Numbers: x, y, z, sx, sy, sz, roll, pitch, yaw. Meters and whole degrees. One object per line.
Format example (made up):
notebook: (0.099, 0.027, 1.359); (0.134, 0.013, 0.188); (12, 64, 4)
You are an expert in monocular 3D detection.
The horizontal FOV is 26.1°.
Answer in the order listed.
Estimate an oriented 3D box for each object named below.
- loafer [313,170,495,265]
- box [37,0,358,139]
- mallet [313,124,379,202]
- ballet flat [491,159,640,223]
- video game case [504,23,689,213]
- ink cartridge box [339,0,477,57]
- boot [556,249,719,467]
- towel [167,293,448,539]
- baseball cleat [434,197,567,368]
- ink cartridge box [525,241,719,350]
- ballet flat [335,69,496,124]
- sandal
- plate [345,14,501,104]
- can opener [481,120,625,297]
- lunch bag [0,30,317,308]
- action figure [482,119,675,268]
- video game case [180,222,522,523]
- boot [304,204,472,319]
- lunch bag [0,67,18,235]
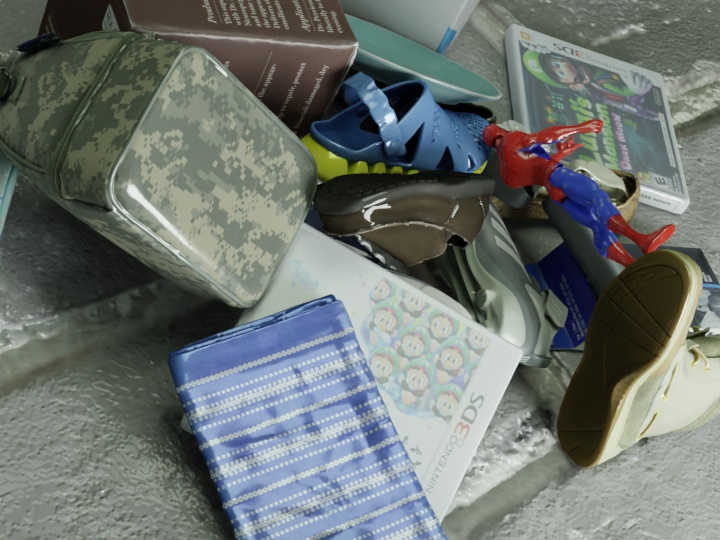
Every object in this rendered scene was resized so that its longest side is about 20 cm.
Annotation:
loafer: (0.041, -0.038, 1.195); (0.073, 0.072, 0.199); (8, 10, 39)
box: (-0.137, -0.185, 1.267); (0.198, 0.165, 0.167); (0, 50, -29)
mallet: (0.017, -0.083, 1.323); (0.066, 0.041, 0.200); (33, 29, 5)
ballet flat: (0.170, -0.081, 1.415); (0.198, 0.065, 0.071); (5, 49, -26)
video game case: (0.235, -0.155, 1.556); (0.180, 0.023, 0.201); (16, 44, -16)
ink cartridge box: (0.059, -0.313, 1.516); (0.145, 0.147, 0.200); (31, 41, 2)
boot: (0.250, 0.061, 1.227); (0.154, 0.201, 0.072); (-9, 42, -37)
towel: (-0.037, 0.125, 1.081); (0.144, 0.024, 0.201); (-17, 74, -25)
baseball cleat: (0.116, 0.003, 1.315); (0.106, 0.070, 0.201); (21, 42, -31)
ink cartridge box: (0.238, 0.023, 1.375); (0.198, 0.039, 0.100); (1, 50, -28)
ballet flat: (0.034, -0.168, 1.428); (0.199, 0.057, 0.067); (26, 41, -5)
sandal: (0.041, -0.117, 1.275); (0.199, 0.088, 0.079); (-7, 38, -43)
plate: (0.029, -0.184, 1.365); (0.199, 0.026, 0.200); (23, 15, -6)
can opener: (0.173, -0.047, 1.342); (0.201, 0.066, 0.052); (55, 27, 19)
lunch bag: (-0.155, -0.079, 1.119); (0.200, 0.167, 0.140); (40, 69, -48)
action figure: (0.188, -0.078, 1.264); (0.099, 0.066, 0.200); (-36, 55, -24)
video game case: (-0.003, 0.085, 1.137); (0.199, 0.024, 0.183); (30, 66, 0)
boot: (0.000, 0.000, 1.235); (0.198, 0.073, 0.091); (21, 40, -14)
lunch bag: (-0.329, -0.083, 1.125); (0.159, 0.077, 0.201); (16, 44, -14)
